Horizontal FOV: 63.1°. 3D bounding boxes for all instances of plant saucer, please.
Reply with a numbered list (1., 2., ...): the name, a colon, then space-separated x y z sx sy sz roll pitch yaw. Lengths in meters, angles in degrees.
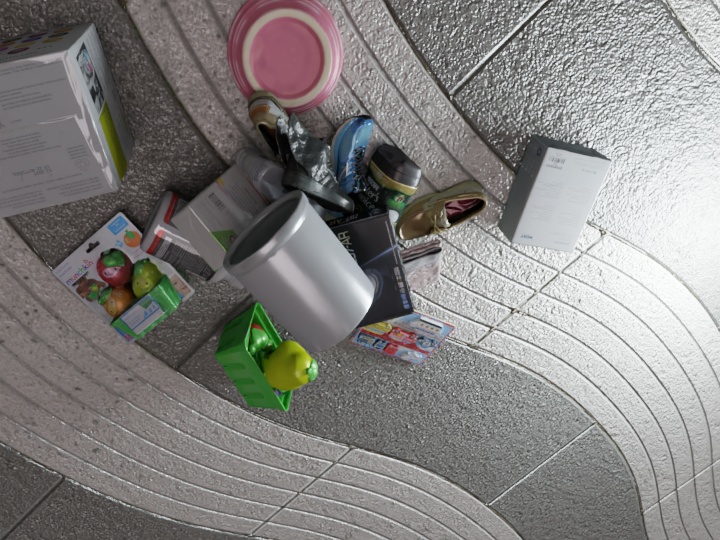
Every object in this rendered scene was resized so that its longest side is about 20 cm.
1. plant saucer: -0.122 -0.355 0.972 0.194 0.051 0.206 -6 121 -9

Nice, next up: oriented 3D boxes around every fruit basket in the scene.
1. fruit basket: -0.173 0.182 1.206 0.208 0.157 0.220 2 126 3
2. fruit basket: -0.442 0.024 1.096 0.183 0.094 0.201 -35 117 9

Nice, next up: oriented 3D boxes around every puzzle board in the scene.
1. puzzle board: 0.093 0.142 1.302 0.196 0.018 0.152 20 129 -23

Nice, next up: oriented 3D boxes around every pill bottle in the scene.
1. pill bottle: -0.289 -0.049 1.072 0.197 0.117 0.117 28 111 -25

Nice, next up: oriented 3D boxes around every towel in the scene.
1. towel: 0.070 0.011 1.178 0.194 0.033 0.192 -16 160 -2

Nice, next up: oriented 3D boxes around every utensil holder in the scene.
1. utensil holder: -0.095 0.006 0.942 0.168 0.171 0.201 -36 113 10

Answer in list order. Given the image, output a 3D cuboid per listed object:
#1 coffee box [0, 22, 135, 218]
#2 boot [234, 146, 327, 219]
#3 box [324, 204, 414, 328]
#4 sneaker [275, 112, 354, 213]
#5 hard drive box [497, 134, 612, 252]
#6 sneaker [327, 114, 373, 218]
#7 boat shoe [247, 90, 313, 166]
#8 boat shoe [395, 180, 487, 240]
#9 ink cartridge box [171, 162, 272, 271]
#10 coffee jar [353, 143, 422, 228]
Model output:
1. coffee box: -0.475 -0.230 0.878 0.194 0.199 0.205 -13 124 -6
2. boot: -0.137 -0.152 1.029 0.074 0.095 0.199 -49 146 2
3. box: 0.000 0.000 1.056 0.156 0.044 0.205 -13 115 7
4. sneaker: -0.069 -0.171 0.975 0.198 0.059 0.107 19 80 -49
5. hard drive box: 0.388 -0.151 1.185 0.151 0.077 0.205 8 117 -16
6. sneaker: -0.010 -0.181 1.061 0.077 0.090 0.204 -17 136 -44
7. boat shoe: -0.125 -0.215 1.013 0.073 0.070 0.199 -25 142 22
8. boat shoe: 0.159 -0.113 1.163 0.196 0.067 0.075 -28 122 5
9. ink cartridge box: -0.220 -0.109 1.029 0.067 0.201 0.118 -24 112 42
10. coffee jar: 0.037 -0.129 1.104 0.084 0.105 0.203 10 118 -35
